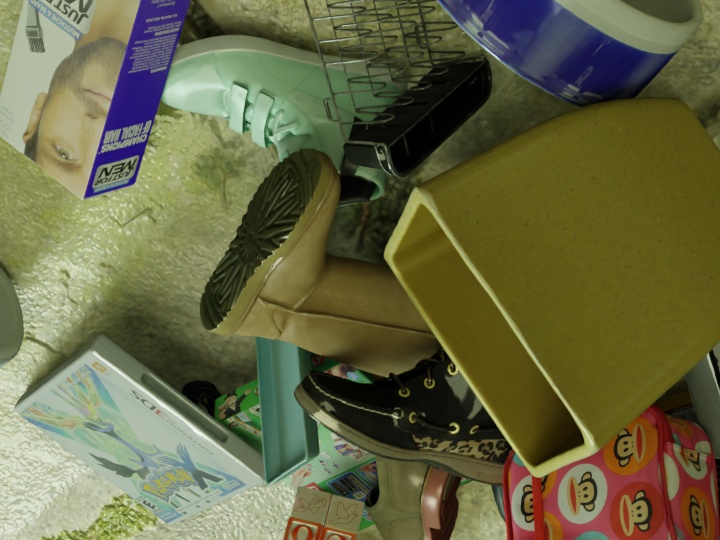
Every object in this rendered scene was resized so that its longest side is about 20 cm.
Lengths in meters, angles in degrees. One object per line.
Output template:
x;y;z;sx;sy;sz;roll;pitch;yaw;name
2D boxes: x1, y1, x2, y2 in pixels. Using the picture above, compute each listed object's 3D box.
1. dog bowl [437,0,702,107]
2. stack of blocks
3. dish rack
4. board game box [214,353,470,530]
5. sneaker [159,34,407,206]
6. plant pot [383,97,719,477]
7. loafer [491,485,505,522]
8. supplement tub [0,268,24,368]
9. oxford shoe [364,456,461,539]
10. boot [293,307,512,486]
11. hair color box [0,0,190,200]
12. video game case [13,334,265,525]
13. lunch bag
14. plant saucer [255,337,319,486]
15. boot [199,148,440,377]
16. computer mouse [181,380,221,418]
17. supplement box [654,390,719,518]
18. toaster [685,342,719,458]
0.130;-0.203;1.089;0.199;0.201;0.079;34;121;-11;dog bowl
-0.039;0.259;1.377;0.058;0.116;0.201;13;146;2;stack of blocks
0.019;-0.184;1.149;0.054;0.153;0.201;2;121;34;dish rack
-0.012;0.144;1.365;0.134;0.029;0.200;-26;132;21;board game box
-0.068;-0.106;1.211;0.198;0.119;0.074;6;152;4;sneaker
0.157;-0.006;1.082;0.199;0.194;0.196;-34;83;-12;plant pot
0.141;0.163;1.342;0.072;0.073;0.200;-19;139;19;loafer
-0.391;0.068;1.358;0.199;0.123;0.123;-32;111;23;supplement tub
0.042;0.208;1.383;0.074;0.071;0.201;19;139;13;oxford shoe
0.062;0.070;1.206;0.199;0.073;0.152;20;106;-22;boot
-0.201;-0.168;1.211;0.109;0.065;0.201;35;124;23;hair color box
-0.189;0.142;1.375;0.182;0.022;0.200;39;147;-13;video game case
0.172;0.207;1.165;0.175;0.202;0.082;-23;147;38;lunch bag
-0.060;0.065;1.278;0.019;0.202;0.070;10;151;-29;plant saucer
0.000;0.000;1.206;0.199;0.066;0.175;15;129;-33;boot
-0.053;0.105;1.374;0.198;0.044;0.110;-20;132;15;computer mouse
0.282;0.204;1.277;0.196;0.201;0.133;-21;115;30;supplement box
0.341;0.035;1.209;0.179;0.200;0.119;-12;115;23;toaster
